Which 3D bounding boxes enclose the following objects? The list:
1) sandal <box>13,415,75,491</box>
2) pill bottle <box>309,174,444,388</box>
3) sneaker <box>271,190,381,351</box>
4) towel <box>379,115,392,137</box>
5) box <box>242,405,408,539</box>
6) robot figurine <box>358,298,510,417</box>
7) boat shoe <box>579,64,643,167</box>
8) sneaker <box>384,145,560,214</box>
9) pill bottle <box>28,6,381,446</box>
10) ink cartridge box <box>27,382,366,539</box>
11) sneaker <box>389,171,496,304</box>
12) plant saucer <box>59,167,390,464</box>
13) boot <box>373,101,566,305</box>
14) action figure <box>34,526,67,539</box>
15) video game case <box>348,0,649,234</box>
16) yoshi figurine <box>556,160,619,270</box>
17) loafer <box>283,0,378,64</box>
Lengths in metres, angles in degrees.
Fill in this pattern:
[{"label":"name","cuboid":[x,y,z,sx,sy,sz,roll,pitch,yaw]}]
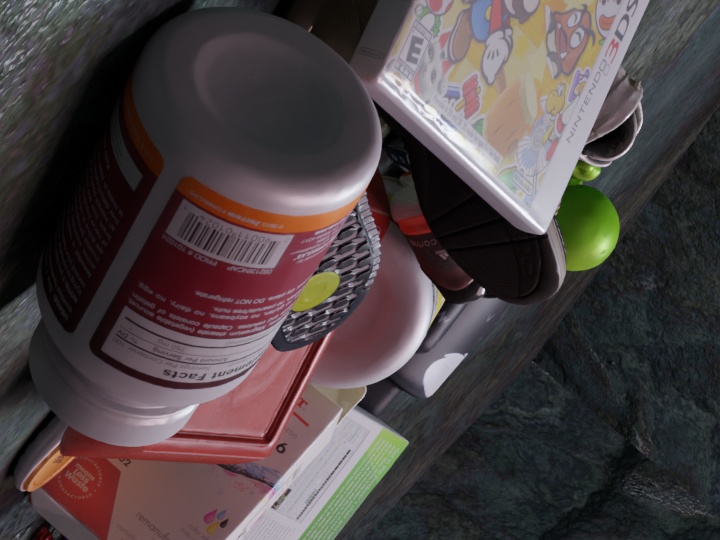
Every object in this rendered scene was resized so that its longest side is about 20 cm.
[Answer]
[{"label":"sandal","cuboid":[-0.111,0.066,1.420,0.207,0.059,0.079,-46,173,4]},{"label":"pill bottle","cuboid":[0.000,0.000,1.538,0.112,0.112,0.200,-52,180,13]},{"label":"sneaker","cuboid":[-0.038,-0.037,1.223,0.066,0.078,0.200,-29,149,-16]},{"label":"towel","cuboid":[-0.001,-0.098,1.449,0.200,0.023,0.153,-42,170,-51]},{"label":"box","cuboid":[-0.062,0.142,1.712,0.144,0.036,0.200,-52,145,1]},{"label":"robot figurine","cuboid":[0.039,0.011,1.809,0.200,0.150,0.125,-49,147,3]},{"label":"boat shoe","cuboid":[0.141,-0.096,1.501,0.072,0.066,0.200,-42,174,-7]},{"label":"sneaker","cuboid":[0.054,-0.088,1.615,0.070,0.108,0.200,-48,150,0]},{"label":"pill bottle","cuboid":[-0.078,-0.013,1.099,0.113,0.113,0.200,-41,169,-47]},{"label":"ink cartridge box","cuboid":[-0.094,0.099,1.500,0.200,0.116,0.068,-48,172,-21]},{"label":"sneaker","cuboid":[0.065,-0.024,1.458,0.077,0.082,0.200,-14,-172,19]},{"label":"plant saucer","cuboid":[-0.061,0.024,1.340,0.200,0.037,0.200,-63,157,6]},{"label":"boot","cuboid":[0.076,-0.097,1.347,0.073,0.200,0.151,-21,-161,39]},{"label":"action figure","cuboid":[-0.186,0.183,1.628,0.065,0.052,0.200,-30,164,-53]},{"label":"video game case","cuboid":[0.081,-0.134,1.203,0.200,0.023,0.182,37,75,-55]},{"label":"yoshi figurine","cuboid":[0.142,-0.078,1.739,0.112,0.112,0.200,-12,-120,40]},{"label":"loafer","cuboid":[0.045,-0.166,1.218,0.200,0.068,0.076,-49,172,-6]}]
